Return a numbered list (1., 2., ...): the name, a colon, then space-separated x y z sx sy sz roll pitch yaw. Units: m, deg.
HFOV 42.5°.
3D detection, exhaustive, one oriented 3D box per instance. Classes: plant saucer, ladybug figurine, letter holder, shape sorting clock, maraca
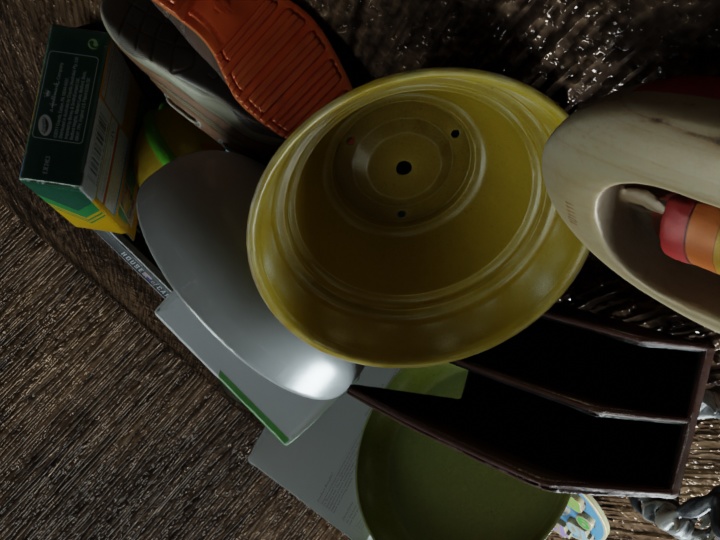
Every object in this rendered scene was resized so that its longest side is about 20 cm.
1. plant saucer: 0.086 0.150 0.740 0.200 0.200 0.031 24 171 44
2. ladybug figurine: 0.172 -0.024 0.388 0.200 0.072 0.136 30 159 34
3. letter holder: 0.100 0.068 0.620 0.142 0.101 0.200 11 -176 -37
4. shape sorting clock: 0.194 0.242 1.056 0.200 0.039 0.200 36 163 13
5. maraca: -0.147 -0.097 0.853 0.137 0.107 0.200 50 -173 -22

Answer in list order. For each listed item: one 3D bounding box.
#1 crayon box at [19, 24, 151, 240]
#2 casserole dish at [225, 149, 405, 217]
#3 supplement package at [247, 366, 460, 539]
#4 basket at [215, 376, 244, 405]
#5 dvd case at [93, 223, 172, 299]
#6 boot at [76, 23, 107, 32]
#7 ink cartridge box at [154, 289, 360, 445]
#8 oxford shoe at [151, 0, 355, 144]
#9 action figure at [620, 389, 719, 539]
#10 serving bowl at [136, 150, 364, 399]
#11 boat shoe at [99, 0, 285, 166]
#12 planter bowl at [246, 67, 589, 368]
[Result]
1. crayon box: -0.226 -0.108 0.794 0.052 0.126 0.200 8 170 0
2. casserole dish: -0.025 -0.049 0.733 0.200 0.039 0.121 32 125 23
3. supplement package: 0.034 0.165 0.911 0.147 0.191 0.200 36 170 -37
4. basket: -0.173 0.072 1.277 0.180 0.136 0.200 19 149 42
5. dvd case: -0.189 -0.038 1.009 0.025 0.150 0.200 -21 120 41
6. boot: -0.275 -0.200 0.956 0.200 0.077 0.138 31 144 47
7. ink cartridge box: -0.080 0.048 0.784 0.145 0.084 0.200 46 -179 -4
8. oxford shoe: -0.073 -0.155 0.625 0.200 0.071 0.073 48 179 -1
9. action figure: 0.232 0.145 0.643 0.119 0.102 0.200 43 -169 -35
10. serving bowl: -0.054 -0.011 0.633 0.200 0.066 0.200 43 -162 -18
11. boat shoe: -0.120 -0.142 0.694 0.200 0.076 0.072 41 151 18
12. planter bowl: 0.032 -0.043 0.548 0.200 0.200 0.084 53 -165 -34
